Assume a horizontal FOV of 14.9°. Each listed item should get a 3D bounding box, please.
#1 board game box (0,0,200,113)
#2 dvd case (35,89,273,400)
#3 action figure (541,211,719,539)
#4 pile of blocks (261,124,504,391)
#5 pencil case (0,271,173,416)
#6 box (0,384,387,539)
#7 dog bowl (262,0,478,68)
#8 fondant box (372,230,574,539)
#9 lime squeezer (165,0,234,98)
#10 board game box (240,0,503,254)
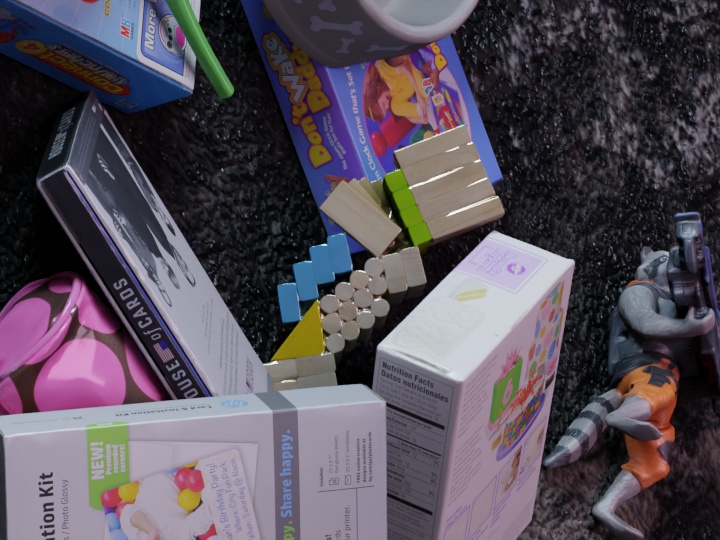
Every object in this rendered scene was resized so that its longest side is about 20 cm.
[{"bbox_3d":[-0.170,-0.214,1.499,0.195,0.056,0.201,25,60,-44],"label":"board game box"},{"bbox_3d":[-0.106,0.009,1.468,0.201,0.025,0.150,59,8,-16],"label":"dvd case"},{"bbox_3d":[0.188,0.051,1.821,0.201,0.104,0.194,76,25,-42],"label":"action figure"},{"bbox_3d":[0.000,0.000,1.612,0.082,0.062,0.200,42,81,5],"label":"pile of blocks"},{"bbox_3d":[-0.127,0.101,1.434,0.094,0.091,0.200,-46,114,-24],"label":"pencil case"},{"bbox_3d":[-0.085,0.144,1.391,0.199,0.041,0.157,-4,102,-17],"label":"box"},{"bbox_3d":[0.009,-0.220,1.626,0.200,0.058,0.201,8,80,-52],"label":"dog bowl"},{"bbox_3d":[0.057,0.098,1.597,0.144,0.058,0.201,-43,149,-48],"label":"fondant box"},{"bbox_3d":[-0.113,-0.190,1.498,0.071,0.038,0.201,-1,77,-83],"label":"lime squeezer"},{"bbox_3d":[0.004,-0.126,1.692,0.134,0.045,0.201,-29,101,-51],"label":"board game box"}]
